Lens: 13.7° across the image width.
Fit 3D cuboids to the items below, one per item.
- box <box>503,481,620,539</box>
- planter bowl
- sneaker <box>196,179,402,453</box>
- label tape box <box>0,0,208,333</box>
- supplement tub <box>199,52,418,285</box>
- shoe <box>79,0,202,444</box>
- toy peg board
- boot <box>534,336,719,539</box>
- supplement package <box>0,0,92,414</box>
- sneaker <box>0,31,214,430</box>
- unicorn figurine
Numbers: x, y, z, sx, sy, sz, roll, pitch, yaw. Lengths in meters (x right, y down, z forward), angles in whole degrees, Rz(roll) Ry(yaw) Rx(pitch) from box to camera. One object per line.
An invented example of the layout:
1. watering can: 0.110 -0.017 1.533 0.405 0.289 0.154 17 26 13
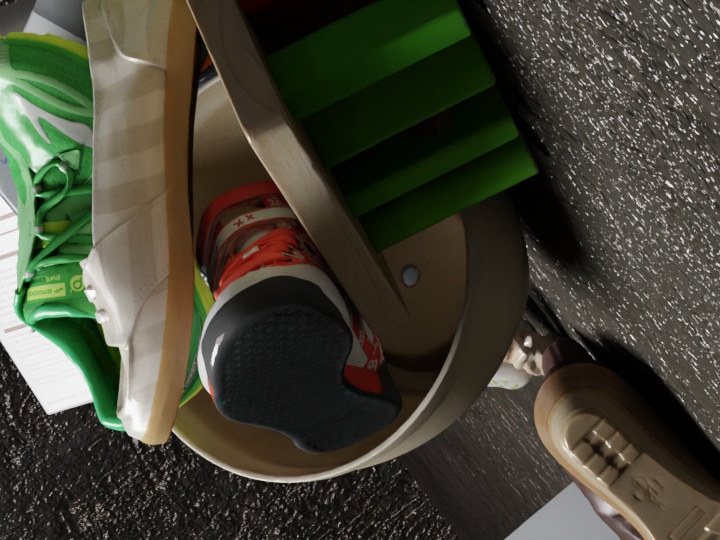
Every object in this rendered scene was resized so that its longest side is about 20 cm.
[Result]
1. box: 0.184 0.215 1.769 0.124 0.097 0.200 47 174 42
2. planter bowl: 0.000 0.000 1.450 0.200 0.200 0.135 49 -157 23
3. sneaker: -0.044 0.008 1.284 0.108 0.067 0.201 63 -175 19
4. label tape box: -0.126 -0.088 1.457 0.063 0.200 0.144 28 -156 6
5. supplement tub: -0.040 -0.062 1.601 0.200 0.122 0.123 54 175 -24
6. shoe: -0.098 -0.025 1.309 0.070 0.053 0.200 175 98 -86
7. toy peg board: -0.011 -0.109 1.270 0.199 0.098 0.200 66 -176 29
8. boot: 0.165 0.121 1.547 0.200 0.072 0.166 50 -172 -6
9. supplement package: -0.155 -0.044 1.650 0.120 0.121 0.200 -17 111 37
10. sneaker: -0.121 -0.017 1.355 0.200 0.074 0.084 66 -150 -22
11. unicorn figurine: 0.040 0.034 1.716 0.137 0.074 0.200 3 -161 -42
